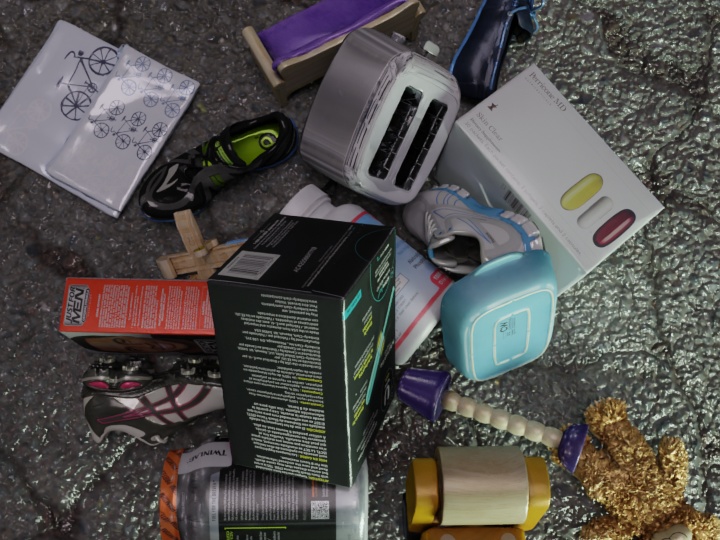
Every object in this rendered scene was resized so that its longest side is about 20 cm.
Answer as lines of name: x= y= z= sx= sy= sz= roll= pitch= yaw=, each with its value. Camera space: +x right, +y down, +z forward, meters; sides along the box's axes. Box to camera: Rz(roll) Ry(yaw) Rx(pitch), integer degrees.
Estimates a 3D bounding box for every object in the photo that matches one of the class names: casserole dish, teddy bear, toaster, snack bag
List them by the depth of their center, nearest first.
casserole dish: x=0.145 y=0.054 z=0.828 sx=0.121 sy=0.200 sz=0.039 roll=-22 pitch=56 yaw=-6
teddy bear: x=0.288 y=0.231 z=0.861 sx=0.145 sy=0.067 sz=0.201 roll=-19 pitch=78 yaw=-3
toaster: x=0.017 y=-0.155 z=0.877 sx=0.113 sy=0.129 sz=0.201 roll=20 pitch=101 yaw=-35
snack bag: x=-0.317 y=-0.186 z=0.956 sx=0.200 sy=0.021 sz=0.189 roll=29 pitch=79 yaw=5

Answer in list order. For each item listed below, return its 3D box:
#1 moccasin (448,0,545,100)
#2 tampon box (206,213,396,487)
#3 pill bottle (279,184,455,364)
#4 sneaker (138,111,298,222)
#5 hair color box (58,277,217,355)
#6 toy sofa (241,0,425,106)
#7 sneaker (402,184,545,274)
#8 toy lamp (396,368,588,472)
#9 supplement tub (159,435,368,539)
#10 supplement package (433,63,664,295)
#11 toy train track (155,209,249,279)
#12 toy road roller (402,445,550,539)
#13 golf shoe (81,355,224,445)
moccasin: x=0.175 y=-0.288 z=0.971 sx=0.068 sy=0.080 sz=0.201 roll=26 pitch=91 yaw=18
tampon box: x=-0.046 y=0.070 z=0.772 sx=0.126 sy=0.150 sz=0.201 roll=8 pitch=119 yaw=17
pill bottle: x=0.000 y=0.000 z=0.881 sx=0.200 sy=0.109 sz=0.109 roll=39 pitch=79 yaw=6
sneaker: x=-0.162 y=-0.124 z=0.916 sx=0.199 sy=0.083 sz=0.071 roll=-30 pitch=80 yaw=-7
hair color box: x=-0.198 y=0.051 z=0.861 sx=0.199 sy=0.102 sz=0.061 roll=2 pitch=72 yaw=2
toy sofa: x=-0.030 y=-0.283 z=0.948 sx=0.200 sy=0.098 sz=0.083 roll=-29 pitch=80 yaw=-7
sneaker: x=0.094 y=-0.039 z=0.856 sx=0.086 sy=0.200 sz=0.075 roll=-19 pitch=114 yaw=-28
toy lamp: x=0.135 y=0.153 z=0.865 sx=0.199 sy=0.058 sz=0.058 roll=20 pitch=77 yaw=16
supplement tub: x=-0.093 y=0.227 z=0.821 sx=0.199 sy=0.123 sz=0.123 roll=0 pitch=78 yaw=-3
supplement package: x=0.192 y=-0.086 z=0.879 sx=0.111 sy=0.156 sz=0.200 roll=-38 pitch=81 yaw=-12
toy train track: x=-0.141 y=-0.013 z=0.864 sx=0.199 sy=0.033 sz=0.115 roll=-10 pitch=113 yaw=29
toy road roller: x=0.108 y=0.265 z=0.783 sx=0.122 sy=0.200 sz=0.146 roll=-1 pitch=56 yaw=-2
golf shoe: x=-0.195 y=0.139 z=0.873 sx=0.199 sy=0.077 sz=0.088 roll=2 pitch=97 yaw=2
